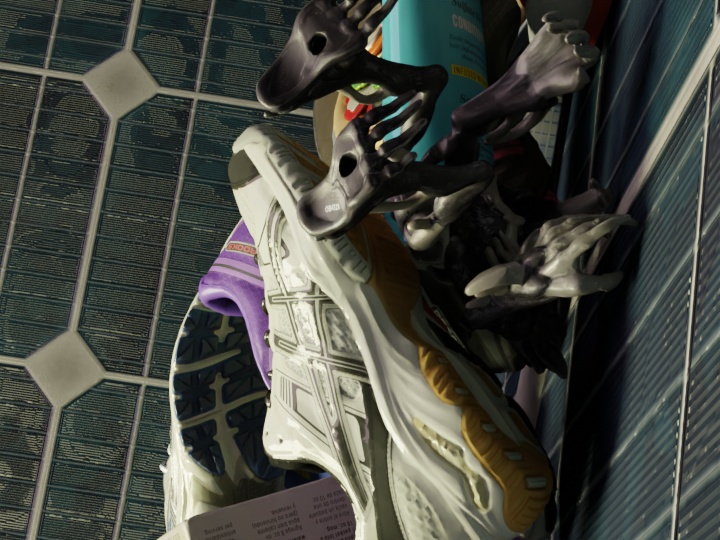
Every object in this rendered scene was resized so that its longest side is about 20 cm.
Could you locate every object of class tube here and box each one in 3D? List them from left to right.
[{"bbox_3d":[0.032,-0.102,0.835,0.077,0.050,0.201,30,-125,-64],"label":"tube"}]

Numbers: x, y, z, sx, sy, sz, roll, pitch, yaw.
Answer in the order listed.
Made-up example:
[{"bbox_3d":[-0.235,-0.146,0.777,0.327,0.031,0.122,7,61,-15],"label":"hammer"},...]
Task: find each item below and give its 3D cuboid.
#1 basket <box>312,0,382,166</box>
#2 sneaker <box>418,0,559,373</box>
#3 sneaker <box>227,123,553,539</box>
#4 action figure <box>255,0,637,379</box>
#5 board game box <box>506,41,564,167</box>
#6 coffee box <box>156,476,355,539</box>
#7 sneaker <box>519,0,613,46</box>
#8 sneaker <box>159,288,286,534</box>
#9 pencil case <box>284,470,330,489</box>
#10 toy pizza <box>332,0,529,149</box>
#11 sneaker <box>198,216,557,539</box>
[{"bbox_3d":[0.047,-0.151,1.272,0.200,0.136,0.181,111,173,-69],"label":"basket"},{"bbox_3d":[0.059,-0.039,0.883,0.077,0.084,0.201,59,-144,-71],"label":"sneaker"},{"bbox_3d":[-0.013,0.033,0.721,0.076,0.088,0.200,23,-149,-57],"label":"sneaker"},{"bbox_3d":[0.052,-0.032,0.702,0.200,0.102,0.119,28,-140,-54],"label":"action figure"},{"bbox_3d":[0.070,-0.064,1.050,0.200,0.061,0.200,-92,10,-85],"label":"board game box"},{"bbox_3d":[-0.027,0.203,0.820,0.200,0.080,0.113,71,157,11],"label":"coffee box"},{"bbox_3d":[0.065,-0.166,0.816,0.202,0.108,0.067,100,179,-58],"label":"sneaker"},{"bbox_3d":[-0.071,0.091,0.938,0.085,0.077,0.201,178,97,-68],"label":"sneaker"},{"bbox_3d":[0.007,0.102,0.953,0.078,0.087,0.200,-41,19,-17],"label":"pencil case"},{"bbox_3d":[0.046,-0.143,1.025,0.200,0.032,0.200,-43,23,23],"label":"toy pizza"},{"bbox_3d":[0.006,0.051,0.794,0.083,0.200,0.081,-47,-31,5],"label":"sneaker"}]
